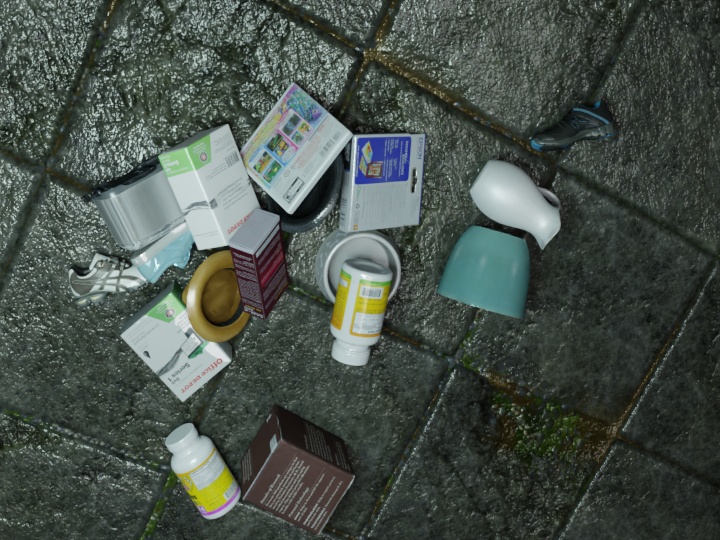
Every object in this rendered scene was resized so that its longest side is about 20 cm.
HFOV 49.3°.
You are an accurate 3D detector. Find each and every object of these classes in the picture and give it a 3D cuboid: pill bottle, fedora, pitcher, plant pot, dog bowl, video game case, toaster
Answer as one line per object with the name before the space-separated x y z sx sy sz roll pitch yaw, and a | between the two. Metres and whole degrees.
pill bottle | -0.352 0.441 1.737 0.103 0.104 0.203 -27 109 -2
fedora | -0.303 0.050 1.624 0.199 0.080 0.206 -16 109 -54
pitcher | 0.344 -0.160 1.702 0.198 0.172 0.122 34 128 0
plant pot | 0.278 -0.004 1.693 0.196 0.200 0.165 15 94 -15
dog bowl | 0.000 0.000 1.706 0.195 0.059 0.205 -3 107 -10
pill bottle | -0.003 0.088 1.641 0.108 0.111 0.205 8 105 -13
video game case | -0.136 -0.246 1.568 0.182 0.024 0.201 42 97 25
fedora | -0.096 -0.164 1.602 0.202 0.200 0.091 -51 148 6
toaster | -0.431 -0.128 1.534 0.199 0.112 0.132 -36 117 -31

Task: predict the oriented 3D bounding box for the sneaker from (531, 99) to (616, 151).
sneaker | 0.458 -0.313 1.711 0.195 0.073 0.084 -15 92 -12

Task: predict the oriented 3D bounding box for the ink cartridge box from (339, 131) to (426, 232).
ink cartridge box | 0.047 -0.189 1.655 0.197 0.047 0.203 -9 109 -39

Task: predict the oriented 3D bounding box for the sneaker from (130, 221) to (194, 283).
sneaker | -0.369 -0.051 1.596 0.199 0.073 0.083 -39 116 -19

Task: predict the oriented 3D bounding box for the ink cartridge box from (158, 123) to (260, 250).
ink cartridge box | -0.290 -0.164 1.548 0.082 0.146 0.204 -8 112 32

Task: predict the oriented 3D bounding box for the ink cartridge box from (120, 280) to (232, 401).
ink cartridge box | -0.385 0.152 1.659 0.145 0.084 0.201 -39 109 2

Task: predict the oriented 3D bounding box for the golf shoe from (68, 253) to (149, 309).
golf shoe | -0.500 0.003 1.598 0.196 0.078 0.096 -21 109 -6

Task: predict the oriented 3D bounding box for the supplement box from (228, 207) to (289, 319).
supplement box | -0.202 -0.011 1.590 0.060 0.110 0.203 17 138 19

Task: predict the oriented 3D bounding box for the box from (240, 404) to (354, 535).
box | -0.143 0.442 1.746 0.197 0.166 0.166 30 99 -17
